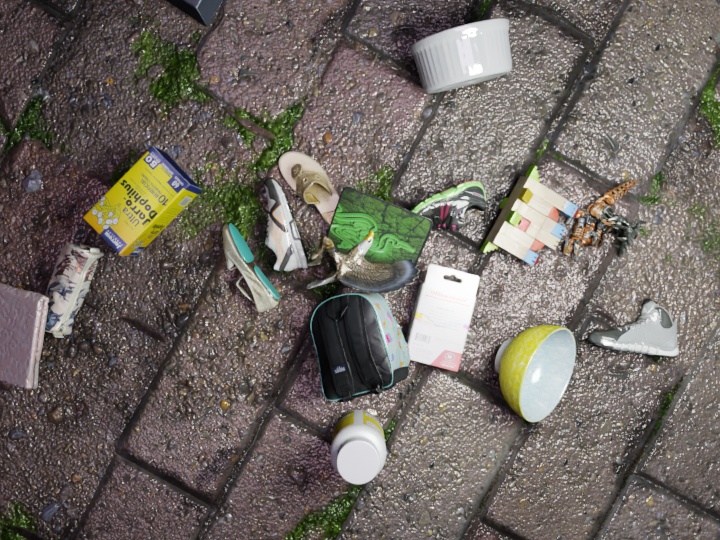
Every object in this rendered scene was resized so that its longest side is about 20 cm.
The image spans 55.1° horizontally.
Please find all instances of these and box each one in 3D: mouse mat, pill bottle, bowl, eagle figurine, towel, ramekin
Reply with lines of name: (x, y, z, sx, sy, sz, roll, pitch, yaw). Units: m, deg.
mouse mat: (0.033, -0.071, 1.421, 0.198, 0.008, 0.162, 22, 120, 1)
pill bottle: (-0.005, 0.351, 1.367, 0.110, 0.200, 0.112, 0, 90, 0)
bowl: (0.339, 0.193, 1.401, 0.107, 0.199, 0.202, 22, 91, 42)
eagle figurine: (0.004, -0.005, 1.365, 0.199, 0.152, 0.151, 31, 133, -7)
towel: (-0.714, 0.129, 1.403, 0.198, 0.032, 0.193, 10, 93, 28)
ramekin: (0.203, -0.419, 1.363, 0.199, 0.201, 0.099, -14, 98, 0)

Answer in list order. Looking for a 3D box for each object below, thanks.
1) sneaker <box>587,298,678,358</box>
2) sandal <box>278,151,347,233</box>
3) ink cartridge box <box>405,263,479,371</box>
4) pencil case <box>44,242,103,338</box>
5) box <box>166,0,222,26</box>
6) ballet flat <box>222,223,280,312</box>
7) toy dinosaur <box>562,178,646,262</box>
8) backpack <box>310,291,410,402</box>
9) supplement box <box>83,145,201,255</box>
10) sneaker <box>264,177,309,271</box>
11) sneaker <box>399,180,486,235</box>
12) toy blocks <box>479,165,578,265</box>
sneaker: (0.569, 0.114, 1.437, 0.198, 0.075, 0.117, 9, 86, -11)
sandal: (-0.090, -0.167, 1.424, 0.077, 0.070, 0.212, -39, 91, 0)
ink cartridge box: (0.167, 0.094, 1.431, 0.115, 0.067, 0.202, 15, 92, -1)
pencil case: (-0.598, 0.036, 1.418, 0.089, 0.078, 0.201, 23, 91, 31)
box: (-0.350, -0.645, 1.393, 0.199, 0.117, 0.198, 32, 91, -2)
ballet flat: (-0.243, -0.001, 1.430, 0.062, 0.067, 0.201, -32, 91, 10)
toy dinosaur: (0.505, -0.100, 1.422, 0.135, 0.102, 0.201, 37, 113, 16)
backpack: (-0.002, 0.140, 1.374, 0.175, 0.153, 0.202, -20, 89, 29)
supplement box: (-0.440, -0.137, 1.403, 0.109, 0.110, 0.200, 45, 91, -1)
sneaker: (-0.170, -0.092, 1.424, 0.079, 0.074, 0.202, -17, 91, 2)
sneaker: (0.171, -0.116, 1.424, 0.199, 0.077, 0.084, -25, 87, 1)
toy blocks: (0.358, -0.094, 1.424, 0.136, 0.100, 0.201, 28, 93, -11)
